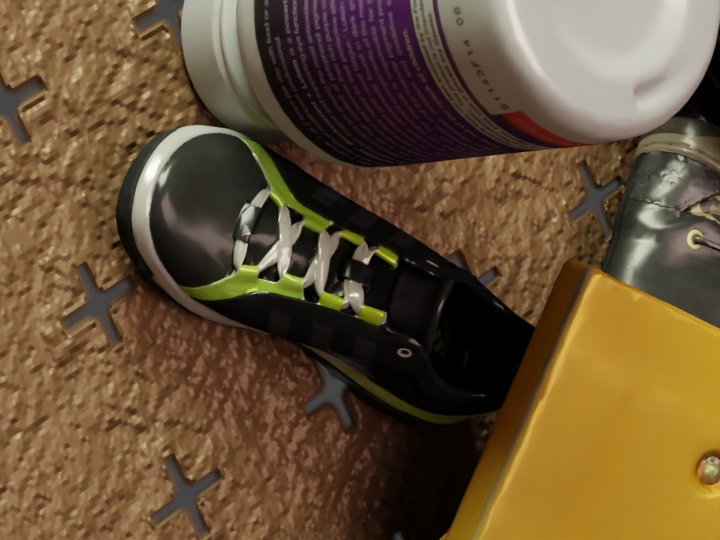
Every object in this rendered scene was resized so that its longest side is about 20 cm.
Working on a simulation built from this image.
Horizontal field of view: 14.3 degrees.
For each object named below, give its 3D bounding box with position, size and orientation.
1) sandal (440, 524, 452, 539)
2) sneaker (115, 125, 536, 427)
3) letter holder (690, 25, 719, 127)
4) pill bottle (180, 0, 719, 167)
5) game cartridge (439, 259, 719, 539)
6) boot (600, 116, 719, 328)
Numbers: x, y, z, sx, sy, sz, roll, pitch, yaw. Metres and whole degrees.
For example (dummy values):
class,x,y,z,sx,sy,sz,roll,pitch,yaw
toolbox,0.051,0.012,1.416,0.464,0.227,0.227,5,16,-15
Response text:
class,x,y,z,sx,sy,sz,roll,pitch,yaw
sandal,0.104,0.143,1.198,0.200,0.054,0.081,17,78,-38
sneaker,0.000,0.000,1.101,0.200,0.083,0.072,29,70,-35
letter holder,0.148,-0.146,1.213,0.142,0.100,0.200,-45,115,-35
pill bottle,0.025,-0.095,1.050,0.111,0.200,0.112,3,86,-39
game cartridge,0.112,0.119,1.130,0.176,0.032,0.200,26,89,-26
boot,0.165,0.049,1.240,0.200,0.073,0.151,45,61,-24
